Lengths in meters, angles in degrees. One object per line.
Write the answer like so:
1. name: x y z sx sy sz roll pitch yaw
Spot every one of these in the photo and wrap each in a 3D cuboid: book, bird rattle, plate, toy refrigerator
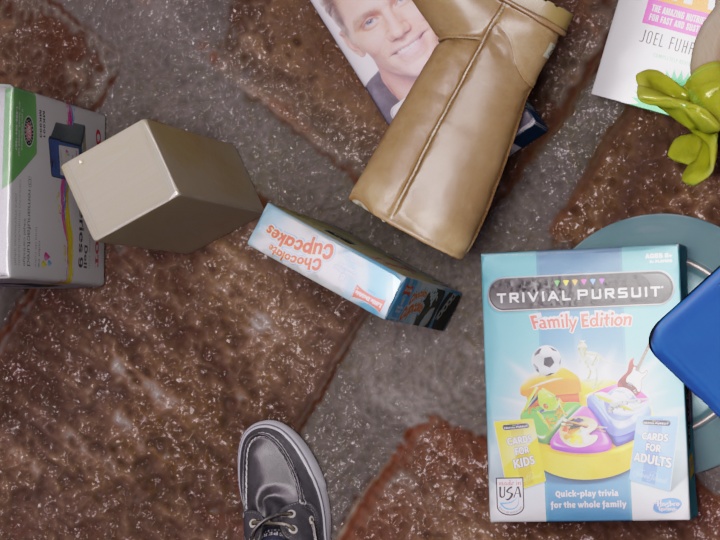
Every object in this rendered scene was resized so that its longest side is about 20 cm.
1. book: 0.265 -0.211 1.530 0.133 0.048 0.201 17 96 17
2. bird rattle: 0.297 -0.133 1.432 0.199 0.113 0.164 6 71 31
3. plate: 0.225 0.056 1.537 0.199 0.026 0.202 -1 87 15
4. toy refrigerator: -0.148 -0.064 1.554 0.076 0.200 0.070 -28 80 13

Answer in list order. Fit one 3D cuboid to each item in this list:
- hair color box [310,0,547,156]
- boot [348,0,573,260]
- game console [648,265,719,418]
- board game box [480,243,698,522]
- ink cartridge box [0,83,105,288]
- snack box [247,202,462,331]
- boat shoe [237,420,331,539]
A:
1. hair color box: 0.048 -0.166 1.576 0.100 0.060 0.201 -34 79 11
2. boot: 0.044 -0.135 1.511 0.174 0.066 0.201 29 95 14
3. game console: 0.321 0.023 1.429 0.200 0.171 0.119 -43 78 15
4. board game box: 0.169 0.085 1.514 0.150 0.047 0.202 -3 87 16
5. ink cartridge box: -0.271 -0.062 1.589 0.087 0.200 0.147 0 87 12
6. snack box: 0.000 0.000 1.510 0.116 0.200 0.037 28 93 15
7. boat shoe: -0.061 0.217 1.588 0.069 0.066 0.202 -10 85 15
